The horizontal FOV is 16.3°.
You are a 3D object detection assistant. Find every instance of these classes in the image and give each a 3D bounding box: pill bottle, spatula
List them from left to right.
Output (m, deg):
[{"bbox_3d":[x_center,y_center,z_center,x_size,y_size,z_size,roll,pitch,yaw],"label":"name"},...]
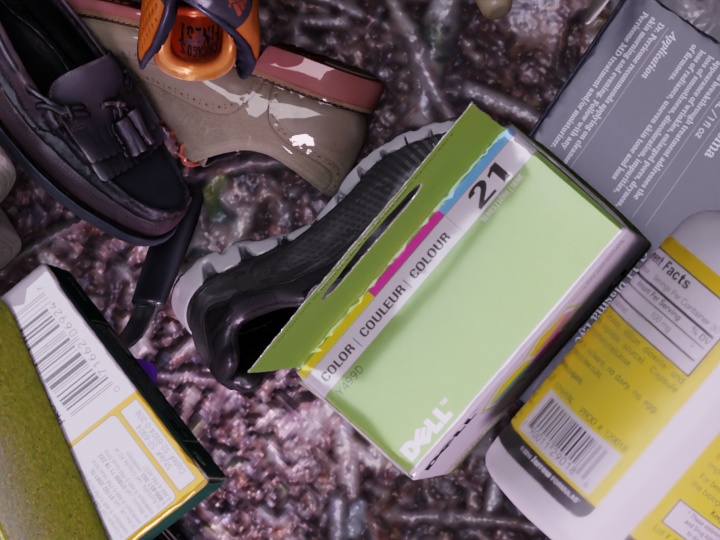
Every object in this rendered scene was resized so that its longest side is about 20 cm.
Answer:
[{"bbox_3d":[-0.111,0.023,1.241,0.056,0.200,0.021,2,130,15],"label":"spatula"},{"bbox_3d":[0.157,0.044,1.105,0.111,0.111,0.200,41,95,9],"label":"pill bottle"}]

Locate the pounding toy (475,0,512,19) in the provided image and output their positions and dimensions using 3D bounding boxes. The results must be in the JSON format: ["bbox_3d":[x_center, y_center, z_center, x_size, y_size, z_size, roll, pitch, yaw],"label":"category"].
[{"bbox_3d":[0.033,-0.237,1.229,0.184,0.142,0.200,23,91,11],"label":"pounding toy"}]

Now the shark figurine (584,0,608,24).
[{"bbox_3d":[0.060,-0.218,1.142,0.089,0.128,0.215,-40,93,22],"label":"shark figurine"}]

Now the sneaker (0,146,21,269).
[{"bbox_3d":[-0.224,-0.060,1.239,0.077,0.200,0.111,-36,81,-8],"label":"sneaker"}]

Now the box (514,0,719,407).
[{"bbox_3d":[0.154,-0.002,1.216,0.182,0.104,0.200,36,94,11],"label":"box"}]

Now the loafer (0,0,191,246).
[{"bbox_3d":[-0.153,-0.099,1.240,0.200,0.072,0.063,47,128,1],"label":"loafer"}]

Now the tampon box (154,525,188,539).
[{"bbox_3d":[-0.199,0.125,1.249,0.200,0.150,0.126,44,94,9],"label":"tampon box"}]

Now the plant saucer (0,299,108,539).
[{"bbox_3d":[-0.213,0.138,1.098,0.199,0.048,0.200,-25,83,5],"label":"plant saucer"}]

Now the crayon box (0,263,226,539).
[{"bbox_3d":[-0.179,0.108,1.145,0.200,0.052,0.126,-38,82,3],"label":"crayon box"}]

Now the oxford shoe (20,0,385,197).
[{"bbox_3d":[-0.092,-0.092,1.283,0.200,0.070,0.075,18,98,12],"label":"oxford shoe"}]

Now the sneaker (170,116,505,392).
[{"bbox_3d":[0.000,0.000,1.246,0.200,0.066,0.091,-30,38,11],"label":"sneaker"}]

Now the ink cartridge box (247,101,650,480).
[{"bbox_3d":[0.042,0.014,1.082,0.076,0.200,0.148,42,96,10],"label":"ink cartridge box"}]

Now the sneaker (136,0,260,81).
[{"bbox_3d":[-0.085,-0.150,1.223,0.077,0.200,0.112,3,96,-2],"label":"sneaker"}]
